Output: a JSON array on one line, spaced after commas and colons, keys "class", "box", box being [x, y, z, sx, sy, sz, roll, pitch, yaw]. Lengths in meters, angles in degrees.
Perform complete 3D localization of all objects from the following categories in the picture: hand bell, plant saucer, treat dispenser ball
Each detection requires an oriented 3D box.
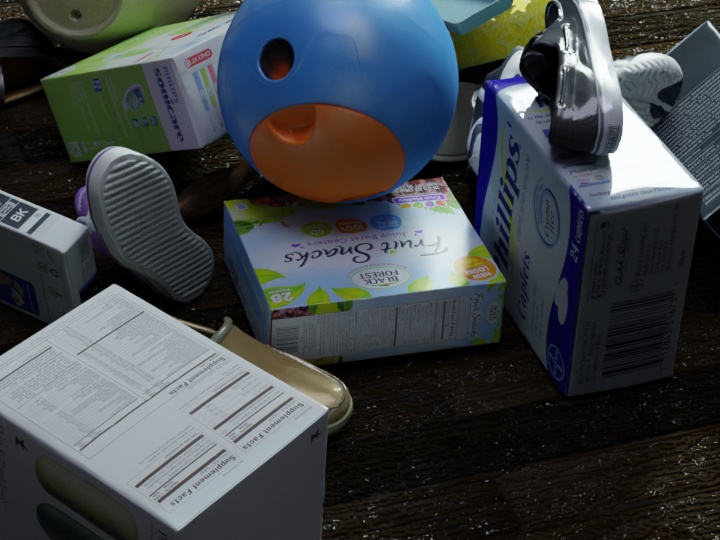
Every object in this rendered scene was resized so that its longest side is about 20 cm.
[{"class": "hand bell", "box": [-0.090, -0.096, 1.616, 0.199, 0.105, 0.104, -33, 48, -23]}, {"class": "plant saucer", "box": [0.066, -0.251, 1.668, 0.070, 0.019, 0.200, -31, 27, -19]}, {"class": "treat dispenser ball", "box": [-0.019, -0.156, 1.478, 0.198, 0.203, 0.202, 3, 36, -2]}]

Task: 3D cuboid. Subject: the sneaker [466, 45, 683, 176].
[{"class": "sneaker", "box": [0.180, -0.164, 1.583, 0.198, 0.079, 0.130, -30, 41, 21]}]

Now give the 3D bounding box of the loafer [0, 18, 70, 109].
[{"class": "loafer", "box": [-0.360, -0.181, 1.694, 0.072, 0.073, 0.200, 29, 44, 26]}]

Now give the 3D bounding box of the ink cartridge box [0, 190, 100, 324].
[{"class": "ink cartridge box", "box": [-0.301, -0.023, 1.456, 0.198, 0.100, 0.039, 21, 50, 21]}]

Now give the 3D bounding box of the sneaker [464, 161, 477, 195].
[{"class": "sneaker", "box": [0.188, -0.068, 1.610, 0.198, 0.076, 0.088, 18, 48, 28]}]

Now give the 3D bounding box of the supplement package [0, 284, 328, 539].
[{"class": "supplement package", "box": [-0.145, 0.141, 1.205, 0.199, 0.153, 0.150, 27, 42, 28]}]

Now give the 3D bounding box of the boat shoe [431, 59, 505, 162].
[{"class": "boat shoe", "box": [0.097, -0.156, 1.726, 0.062, 0.073, 0.200, 1, 26, 42]}]

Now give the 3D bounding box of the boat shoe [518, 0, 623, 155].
[{"class": "boat shoe", "box": [0.158, -0.159, 1.415, 0.065, 0.070, 0.201, 2, 43, -6]}]

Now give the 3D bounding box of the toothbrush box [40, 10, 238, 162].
[{"class": "toothbrush box", "box": [-0.166, -0.167, 1.613, 0.199, 0.087, 0.145, 0, 25, 47]}]

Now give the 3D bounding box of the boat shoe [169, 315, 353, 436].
[{"class": "boat shoe", "box": [-0.101, 0.073, 1.368, 0.198, 0.077, 0.072, 11, 36, 8]}]

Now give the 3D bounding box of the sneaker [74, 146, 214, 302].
[{"class": "sneaker", "box": [-0.200, -0.047, 1.437, 0.114, 0.201, 0.073, 29, 71, 25]}]

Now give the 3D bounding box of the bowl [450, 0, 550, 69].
[{"class": "bowl", "box": [0.128, -0.266, 1.756, 0.198, 0.109, 0.200, -15, 10, 3]}]

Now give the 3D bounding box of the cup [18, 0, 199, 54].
[{"class": "cup", "box": [-0.256, -0.289, 1.721, 0.198, 0.202, 0.144, 8, 25, 6]}]

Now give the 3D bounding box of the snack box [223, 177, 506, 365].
[{"class": "snack box", "box": [0.000, 0.000, 1.485, 0.198, 0.068, 0.169, -7, 35, -14]}]

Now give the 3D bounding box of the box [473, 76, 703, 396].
[{"class": "box", "box": [0.177, -0.035, 1.455, 0.104, 0.186, 0.201, -10, 38, -17]}]

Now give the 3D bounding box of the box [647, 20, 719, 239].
[{"class": "box", "box": [0.334, -0.092, 1.555, 0.107, 0.148, 0.201, -40, 38, 13]}]
